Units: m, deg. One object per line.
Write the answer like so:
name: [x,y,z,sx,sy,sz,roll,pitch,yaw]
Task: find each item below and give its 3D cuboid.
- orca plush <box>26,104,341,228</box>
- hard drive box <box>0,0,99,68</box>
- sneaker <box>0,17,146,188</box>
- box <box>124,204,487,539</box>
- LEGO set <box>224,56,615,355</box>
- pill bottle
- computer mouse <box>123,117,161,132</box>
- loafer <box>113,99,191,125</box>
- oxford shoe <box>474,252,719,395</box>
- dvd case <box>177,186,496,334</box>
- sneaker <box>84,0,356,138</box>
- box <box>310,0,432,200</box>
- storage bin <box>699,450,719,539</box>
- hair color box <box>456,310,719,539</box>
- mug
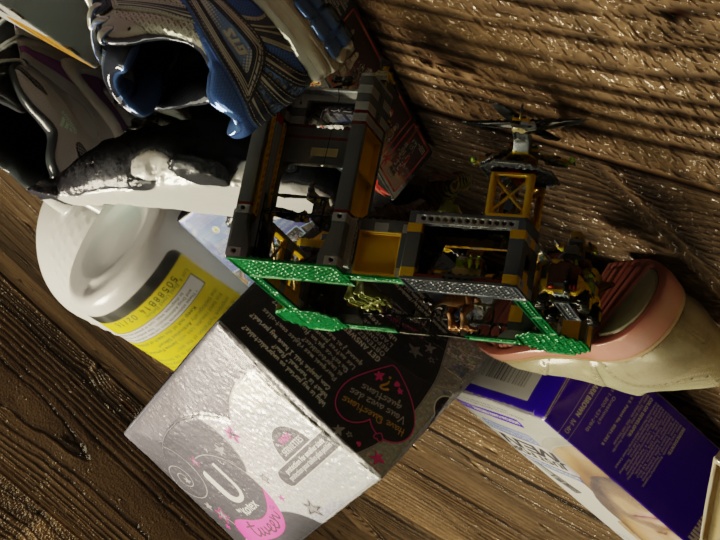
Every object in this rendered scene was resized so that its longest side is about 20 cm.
orca plush: [-0.099,-0.072,1.169,0.200,0.071,0.105,-4,160,37]
hard drive box: [-0.231,-0.204,1.067,0.200,0.077,0.156,30,179,17]
sneaker: [-0.229,-0.131,1.268,0.200,0.078,0.140,53,-150,17]
box: [-0.038,0.077,1.167,0.132,0.115,0.200,44,149,0]
LEGO set: [0.032,-0.037,0.957,0.199,0.116,0.154,3,163,29]
pill bottle: [-0.091,0.027,1.336,0.200,0.111,0.111,36,171,-27]
computer mouse: [-0.086,-0.053,1.301,0.200,0.034,0.059,27,176,-43]
loafer: [-0.155,-0.136,1.262,0.200,0.063,0.072,43,167,-15]
oxford shoe: [0.125,0.039,1.044,0.074,0.071,0.200,39,170,-18]
dvd case: [0.000,0.000,1.219,0.200,0.018,0.143,43,132,-17]
sneaker: [-0.100,-0.121,0.910,0.200,0.085,0.077,28,163,37]
box: [-0.050,-0.128,1.028,0.137,0.040,0.200,31,165,33]
storage bin: [0.268,0.137,0.911,0.200,0.094,0.199,35,167,18]
hair color box: [0.154,0.108,1.181,0.200,0.065,0.109,39,168,-29]
mug: [-0.158,-0.024,1.456,0.200,0.148,0.175,35,171,-36]
